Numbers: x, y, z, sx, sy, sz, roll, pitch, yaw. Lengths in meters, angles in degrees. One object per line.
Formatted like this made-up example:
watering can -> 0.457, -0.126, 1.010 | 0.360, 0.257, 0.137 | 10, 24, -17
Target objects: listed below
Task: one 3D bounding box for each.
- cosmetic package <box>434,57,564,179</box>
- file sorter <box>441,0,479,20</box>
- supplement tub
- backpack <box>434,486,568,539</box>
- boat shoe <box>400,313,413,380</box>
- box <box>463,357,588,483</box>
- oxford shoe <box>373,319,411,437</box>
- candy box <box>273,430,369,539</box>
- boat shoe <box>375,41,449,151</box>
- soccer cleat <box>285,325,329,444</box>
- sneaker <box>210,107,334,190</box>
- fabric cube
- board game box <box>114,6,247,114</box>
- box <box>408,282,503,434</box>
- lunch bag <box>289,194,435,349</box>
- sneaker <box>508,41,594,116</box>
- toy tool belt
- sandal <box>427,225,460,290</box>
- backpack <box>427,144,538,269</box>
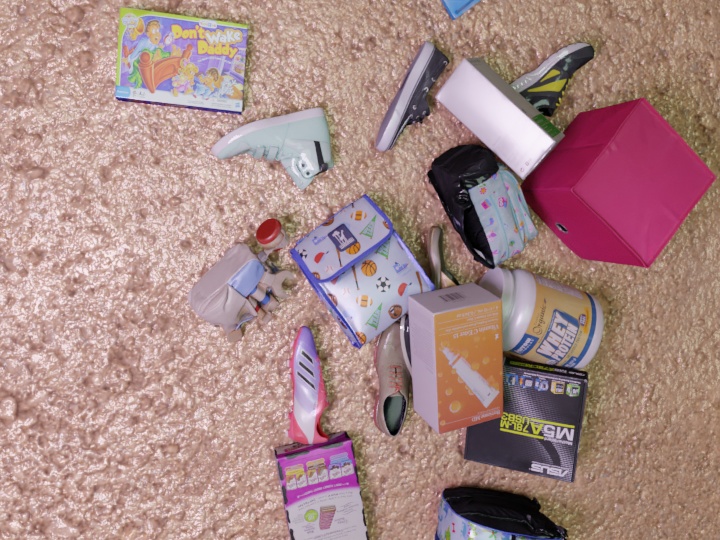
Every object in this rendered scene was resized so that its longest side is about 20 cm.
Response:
cosmetic package -> 0.230, -0.253, 1.193 | 0.200, 0.107, 0.085 | 45, 118, 6
file sorter -> 0.213, -0.545, 1.196 | 0.199, 0.123, 0.140 | -37, 102, -7
supplement tub -> 0.304, 0.083, 1.259 | 0.196, 0.145, 0.148 | 18, 91, -13
backpack -> 0.228, 0.472, 1.258 | 0.196, 0.183, 0.150 | 14, 91, -8
boat shoe -> 0.116, 0.157, 1.244 | 0.066, 0.072, 0.203 | -11, 115, 21
box -> 0.285, 0.255, 1.257 | 0.196, 0.047, 0.198 | 9, 106, 17
oxford shoe -> 0.063, 0.187, 1.250 | 0.069, 0.075, 0.205 | -1, 93, -11
candy box -> -0.066, 0.395, 1.248 | 0.133, 0.061, 0.205 | -10, 96, -12
boat shoe -> 0.092, -0.285, 1.224 | 0.065, 0.070, 0.203 | 27, 81, -12
soccer cleat -> -0.084, 0.194, 1.220 | 0.075, 0.067, 0.205 | 5, 99, 6
sneaker -> -0.136, -0.182, 1.173 | 0.196, 0.074, 0.121 | -18, 92, -13
fabric cube -> 0.430, -0.145, 1.240 | 0.196, 0.199, 0.201 | 41, 86, -14
board game box -> -0.282, -0.329, 1.146 | 0.195, 0.045, 0.138 | 4, 94, -12
box -> 0.153, 0.138, 1.161 | 0.122, 0.097, 0.205 | -11, 109, -19
lunch bag -> 0.000, 0.000, 1.200 | 0.169, 0.124, 0.202 | -35, 91, -9
sneaker -> 0.330, -0.317, 1.262 | 0.198, 0.074, 0.086 | -34, 84, 2
toy tool belt -> -0.175, 0.021, 1.178 | 0.200, 0.125, 0.123 | -44, 133, -2
sandal -> 0.150, 0.023, 1.251 | 0.053, 0.080, 0.205 | -4, 92, 12
backpack -> 0.210, -0.105, 1.219 | 0.125, 0.167, 0.202 | -29, 113, 2
